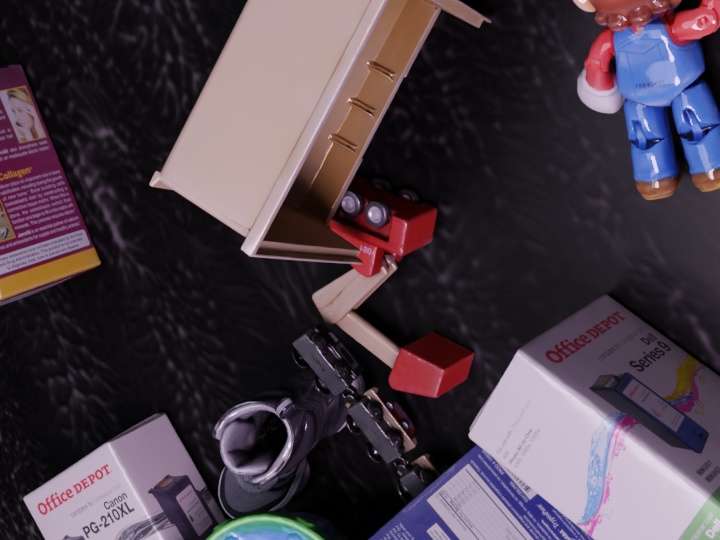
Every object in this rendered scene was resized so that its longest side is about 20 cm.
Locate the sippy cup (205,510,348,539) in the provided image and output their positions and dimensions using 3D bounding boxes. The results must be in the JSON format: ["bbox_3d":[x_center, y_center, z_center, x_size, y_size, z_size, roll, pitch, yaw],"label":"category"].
[{"bbox_3d":[-0.060,0.254,1.217,0.178,0.130,0.140,31,97,10],"label":"sippy cup"}]

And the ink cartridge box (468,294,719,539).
[{"bbox_3d":[0.194,0.120,1.004,0.200,0.145,0.088,37,121,21],"label":"ink cartridge box"}]

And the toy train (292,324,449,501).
[{"bbox_3d":[0.018,0.123,1.171,0.034,0.046,0.200,-35,96,29],"label":"toy train"}]

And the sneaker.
[{"bbox_3d":[-0.084,0.149,1.224,0.075,0.114,0.200,47,125,14],"label":"sneaker"}]

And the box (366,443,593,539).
[{"bbox_3d":[0.078,0.218,1.122,0.200,0.032,0.121,-41,78,0],"label":"box"}]

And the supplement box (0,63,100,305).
[{"bbox_3d":[-0.339,-0.068,1.325,0.103,0.131,0.200,-20,91,37],"label":"supplement box"}]

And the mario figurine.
[{"bbox_3d":[0.201,-0.155,0.977,0.123,0.106,0.200,-18,107,1],"label":"mario figurine"}]

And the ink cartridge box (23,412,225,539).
[{"bbox_3d":[-0.194,0.251,1.349,0.145,0.084,0.200,-34,84,36],"label":"ink cartridge box"}]

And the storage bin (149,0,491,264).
[{"bbox_3d":[-0.019,-0.114,1.017,0.094,0.199,0.200,31,100,21],"label":"storage bin"}]

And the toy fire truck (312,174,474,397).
[{"bbox_3d":[0.000,0.000,1.162,0.200,0.049,0.141,24,118,28],"label":"toy fire truck"}]
